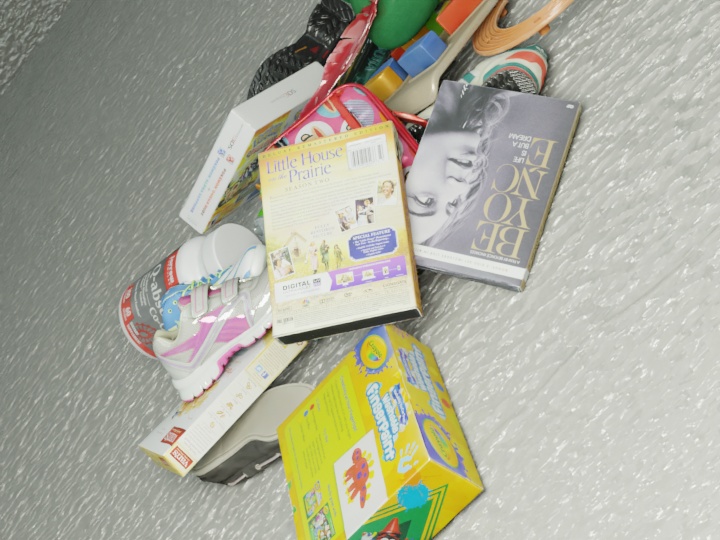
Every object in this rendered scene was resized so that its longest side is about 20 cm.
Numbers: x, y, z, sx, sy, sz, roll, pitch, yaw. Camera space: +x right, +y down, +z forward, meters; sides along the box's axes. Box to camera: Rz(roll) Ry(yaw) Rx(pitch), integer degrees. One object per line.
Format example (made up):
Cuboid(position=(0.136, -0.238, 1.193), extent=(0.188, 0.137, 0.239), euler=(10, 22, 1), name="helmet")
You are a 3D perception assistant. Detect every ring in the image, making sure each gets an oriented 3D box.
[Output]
Cuboid(position=(0.200, -0.304, 1.288), extent=(0.200, 0.019, 0.201), euler=(-39, 23, 20), name="ring")

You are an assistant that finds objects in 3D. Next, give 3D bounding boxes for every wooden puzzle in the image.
Cuboid(position=(0.073, -0.253, 1.375), extent=(0.201, 0.046, 0.185), euler=(-59, 17, -26), name="wooden puzzle")

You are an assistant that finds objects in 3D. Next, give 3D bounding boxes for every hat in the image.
Cuboid(position=(0.042, -0.265, 1.328), extent=(0.199, 0.164, 0.178), euler=(-30, 57, 46), name="hat")

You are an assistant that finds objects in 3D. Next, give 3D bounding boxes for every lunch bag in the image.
Cuboid(position=(0.011, -0.089, 1.246), extent=(0.176, 0.082, 0.200), euler=(-39, 74, 0), name="lunch bag")

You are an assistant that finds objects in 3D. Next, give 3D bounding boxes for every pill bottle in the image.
Cuboid(position=(-0.211, 0.026, 1.531), extent=(0.199, 0.115, 0.117), euler=(-34, 37, 36), name="pill bottle")

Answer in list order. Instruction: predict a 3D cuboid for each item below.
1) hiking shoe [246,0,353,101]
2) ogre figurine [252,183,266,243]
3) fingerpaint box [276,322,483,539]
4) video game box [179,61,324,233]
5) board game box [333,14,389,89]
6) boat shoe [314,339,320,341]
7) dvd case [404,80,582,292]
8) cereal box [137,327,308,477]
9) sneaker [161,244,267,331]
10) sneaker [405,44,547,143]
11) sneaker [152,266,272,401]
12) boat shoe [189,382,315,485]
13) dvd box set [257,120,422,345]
Cuboid(position=(-0.076, -0.276, 1.649), extent=(0.200, 0.076, 0.101), euler=(-49, -14, -8), name="hiking shoe")
Cuboid(position=(-0.055, -0.081, 1.395), extent=(0.201, 0.119, 0.098), euler=(-60, 30, -5), name="ogre figurine")
Cuboid(position=(0.012, 0.173, 1.104), extent=(0.167, 0.073, 0.201), euler=(-47, 31, 18), name="fingerpaint box")
Cuboid(position=(-0.127, -0.157, 1.506), extent=(0.200, 0.047, 0.183), euler=(-42, -13, -50), name="video game box")
Cuboid(position=(-0.007, -0.265, 1.524), extent=(0.136, 0.028, 0.201), euler=(-89, 23, -43), name="board game box")
Cuboid(position=(0.000, 0.000, 1.319), extent=(0.200, 0.073, 0.062), euler=(-41, 76, 15), name="boat shoe")
Cuboid(position=(0.117, -0.087, 1.165), extent=(0.147, 0.016, 0.202), euler=(13, 73, 24), name="dvd case")
Cuboid(position=(-0.155, 0.139, 1.331), extent=(0.200, 0.040, 0.144), euler=(-46, 12, -18), name="cereal box")
Cuboid(position=(-0.181, 0.036, 1.412), extent=(0.076, 0.104, 0.201), euler=(-72, 9, -57), name="sneaker")
Cuboid(position=(0.126, -0.177, 1.286), extent=(0.199, 0.070, 0.094), euler=(-31, 18, 45), name="sneaker")
Cuboid(position=(-0.153, 0.048, 1.312), extent=(0.200, 0.088, 0.081), euler=(-45, 11, 4), name="sneaker")
Cuboid(position=(-0.104, 0.181, 1.302), extent=(0.199, 0.057, 0.067), euler=(-31, 42, 31), name="boat shoe")
Cuboid(position=(-0.023, -0.038, 1.164), extent=(0.145, 0.029, 0.202), euler=(-13, 66, 12), name="dvd box set")
